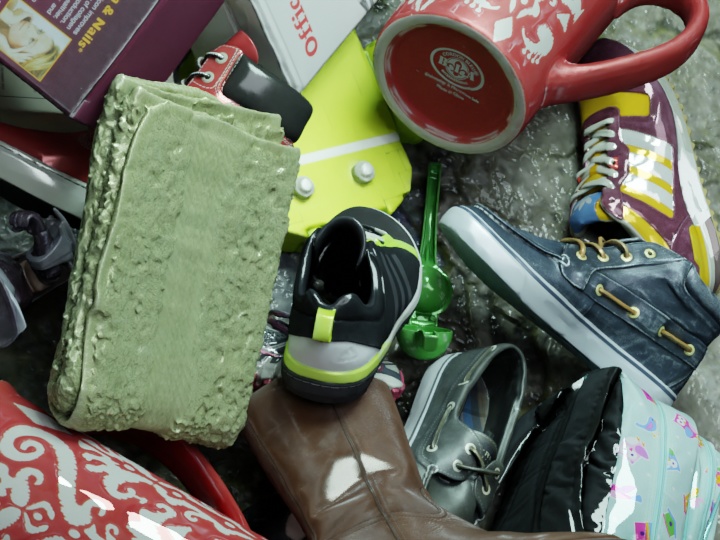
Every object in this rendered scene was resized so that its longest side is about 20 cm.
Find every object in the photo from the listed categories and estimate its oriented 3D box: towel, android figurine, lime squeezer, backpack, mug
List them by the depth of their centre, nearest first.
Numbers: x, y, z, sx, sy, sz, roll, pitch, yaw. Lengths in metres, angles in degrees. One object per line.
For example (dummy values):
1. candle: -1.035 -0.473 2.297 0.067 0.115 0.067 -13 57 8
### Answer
1. mug: -0.131 0.146 1.235 0.200 0.134 0.178 26 64 11
2. towel: -0.104 -0.003 1.263 0.148 0.036 0.200 14 84 -47
3. backpack: 0.142 0.163 1.384 0.127 0.167 0.200 37 51 -24
4. lime squeezer: 0.039 0.012 1.444 0.038 0.071 0.200 -7 34 9
5. mug: 0.118 -0.178 1.463 0.200 0.177 0.134 -52 133 -40
6. android figurine: -0.040 -0.094 1.464 0.182 0.041 0.200 -14 74 -27

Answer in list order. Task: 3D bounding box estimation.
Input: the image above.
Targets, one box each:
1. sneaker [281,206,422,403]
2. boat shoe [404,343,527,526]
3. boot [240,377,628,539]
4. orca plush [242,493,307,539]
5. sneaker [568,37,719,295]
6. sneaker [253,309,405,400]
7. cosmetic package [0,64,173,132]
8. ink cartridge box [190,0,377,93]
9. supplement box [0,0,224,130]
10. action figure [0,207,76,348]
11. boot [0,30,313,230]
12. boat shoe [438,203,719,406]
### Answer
1. sneaker: 0.000 0.000 1.334 0.072 0.083 0.200 8 31 4
2. boat shoe: 0.058 0.114 1.364 0.069 0.057 0.200 48 35 -24
3. boot: 0.041 0.121 1.281 0.186 0.064 0.200 -5 37 -21
4. orca plush: -0.043 0.170 1.357 0.200 0.071 0.105 -60 143 -24
5. sneaker: 0.177 -0.065 1.525 0.090 0.075 0.200 -11 73 -32
6. sneaker: -0.066 0.048 1.371 0.200 0.081 0.075 13 59 -17
7. cosmetic package: -0.220 -0.129 1.380 0.200 0.073 0.104 3 68 -23
8. ink cartridge box: -0.039 -0.228 1.406 0.200 0.085 0.146 -54 139 -29
9. supplement box: -0.190 -0.178 1.272 0.200 0.086 0.110 38 93 14
10. action figure: -0.218 0.015 1.265 0.130 0.200 0.069 -37 102 1
11. boot: -0.134 -0.089 1.334 0.200 0.072 0.145 20 84 -14
12. boat shoe: 0.146 0.002 1.447 0.200 0.071 0.091 40 86 -17
